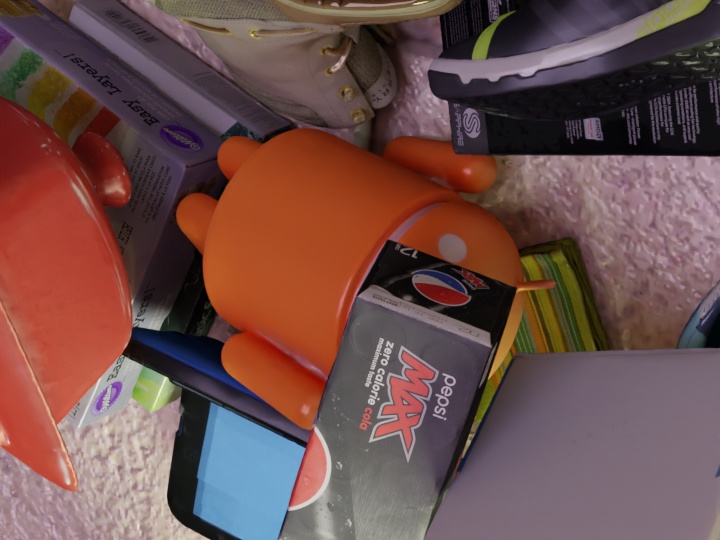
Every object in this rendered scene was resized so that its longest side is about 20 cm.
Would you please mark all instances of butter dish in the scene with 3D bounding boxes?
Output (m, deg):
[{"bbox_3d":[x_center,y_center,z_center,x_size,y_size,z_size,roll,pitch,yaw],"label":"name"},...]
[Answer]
[{"bbox_3d":[-0.183,-0.020,1.084,0.200,0.148,0.200,26,144,47],"label":"butter dish"}]

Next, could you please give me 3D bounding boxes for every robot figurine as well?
[{"bbox_3d":[0.001,-0.002,1.071,0.200,0.144,0.117,28,127,31],"label":"robot figurine"}]

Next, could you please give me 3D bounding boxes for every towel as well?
[{"bbox_3d":[0.043,0.045,1.135,0.199,0.018,0.086,-16,96,36],"label":"towel"}]

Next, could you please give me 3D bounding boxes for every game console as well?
[{"bbox_3d":[-0.038,0.124,1.144,0.199,0.171,0.119,24,93,20],"label":"game console"}]

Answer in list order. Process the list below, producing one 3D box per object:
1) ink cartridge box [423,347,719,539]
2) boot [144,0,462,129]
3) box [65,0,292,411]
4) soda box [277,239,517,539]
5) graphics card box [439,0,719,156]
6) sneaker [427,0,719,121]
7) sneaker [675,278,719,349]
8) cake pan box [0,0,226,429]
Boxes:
[{"bbox_3d":[0.144,0.158,0.982,0.144,0.148,0.200,-4,133,35],"label":"ink cartridge box"},{"bbox_3d":[-0.011,-0.126,1.032,0.199,0.155,0.072,7,69,32],"label":"boot"},{"bbox_3d":[-0.134,-0.037,1.213,0.144,0.036,0.201,35,123,19],"label":"box"},{"bbox_3d":[0.009,0.091,0.992,0.070,0.063,0.201,20,118,5],"label":"soda box"},{"bbox_3d":[0.133,-0.118,1.001,0.199,0.051,0.126,1,107,32],"label":"graphics card box"},{"bbox_3d":[0.120,-0.123,0.951,0.199,0.072,0.083,-12,75,34],"label":"sneaker"},{"bbox_3d":[0.222,0.001,0.959,0.078,0.086,0.200,49,125,9],"label":"sneaker"},{"bbox_3d":[-0.182,-0.036,1.195,0.184,0.052,0.200,40,123,20],"label":"cake pan box"}]
